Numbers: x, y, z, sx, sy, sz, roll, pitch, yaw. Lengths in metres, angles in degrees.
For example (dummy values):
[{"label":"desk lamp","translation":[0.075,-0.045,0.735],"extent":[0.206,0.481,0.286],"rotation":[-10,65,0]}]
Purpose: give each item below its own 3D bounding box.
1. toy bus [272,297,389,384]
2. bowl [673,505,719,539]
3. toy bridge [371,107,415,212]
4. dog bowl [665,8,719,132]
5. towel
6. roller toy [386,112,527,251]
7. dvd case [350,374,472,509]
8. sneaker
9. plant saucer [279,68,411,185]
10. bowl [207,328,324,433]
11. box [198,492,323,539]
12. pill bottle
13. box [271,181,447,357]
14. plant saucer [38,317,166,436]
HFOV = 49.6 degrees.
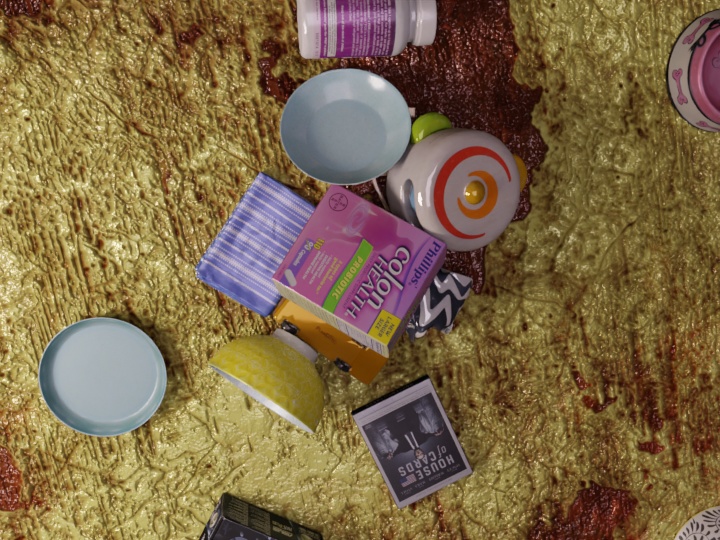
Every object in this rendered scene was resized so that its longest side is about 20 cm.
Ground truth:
[{"label":"toy bus","translation":[-0.047,0.102,1.266],"extent":[0.200,0.078,0.065],"rotation":[37,96,-14]},{"label":"bowl","translation":[0.695,0.554,1.458],"extent":[0.199,0.094,0.202],"rotation":[-2,103,-8]},{"label":"toy bridge","translation":[0.050,-0.160,1.248],"extent":[0.067,0.027,0.201],"rotation":[1,102,-5]},{"label":"dog bowl","translation":[0.607,-0.324,1.264],"extent":[0.199,0.074,0.202],"rotation":[-2,103,-7]},{"label":"towel","translation":[-0.156,-0.039,1.249],"extent":[0.144,0.024,0.201],"rotation":[33,96,-14]},{"label":"roller toy","translation":[0.146,-0.125,1.192],"extent":[0.199,0.140,0.183],"rotation":[26,90,-28]},{"label":"dvd case","translation":[0.091,0.300,1.356],"extent":[0.150,0.025,0.201],"rotation":[-26,104,-1]},{"label":"sneaker","translation":[0.076,0.048,1.269],"extent":[0.198,0.079,0.130],"rotation":[15,91,-21]},{"label":"plant saucer","translation":[-0.022,-0.214,1.190],"extent":[0.199,0.039,0.202],"rotation":[0,70,1]},{"label":"bowl","translation":[-0.129,0.157,1.224],"extent":[0.200,0.200,0.108],"rotation":[36,75,-13]},{"label":"box","translation":[-0.183,0.504,1.332],"extent":[0.199,0.086,0.164],"rotation":[27,97,-12]},{"label":"pill bottle","translation":[0.008,-0.373,1.152],"extent":[0.199,0.112,0.113],"rotation":[-4,103,-6]},{"label":"box","translation":[0.000,0.000,1.164],"extent":[0.199,0.097,0.176],"rotation":[30,77,10]},{"label":"plant saucer","translation":[-0.414,0.170,1.258],"extent":[0.199,0.027,0.202],"rotation":[-2,102,-8]}]
